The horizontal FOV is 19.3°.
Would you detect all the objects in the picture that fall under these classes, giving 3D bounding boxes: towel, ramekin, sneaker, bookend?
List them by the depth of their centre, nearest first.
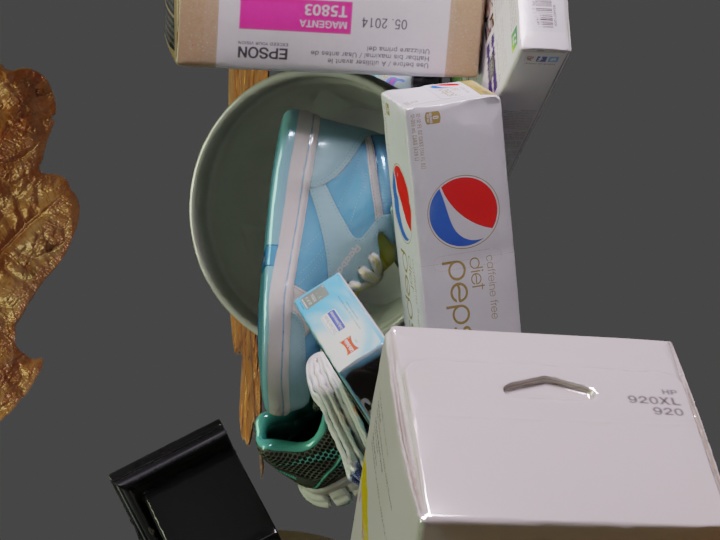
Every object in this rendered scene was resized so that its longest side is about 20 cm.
[{"bbox_3d":[0.029,0.154,1.341,0.200,0.024,0.147,58,-178,-30],"label":"towel"},{"bbox_3d":[0.000,0.000,1.385,0.080,0.130,0.201,-157,73,-84],"label":"sneaker"},{"bbox_3d":[0.009,0.087,1.425,0.200,0.091,0.078,-39,43,23],"label":"sneaker"},{"bbox_3d":[-0.012,-0.045,1.505,0.105,0.199,0.201,-12,-73,-69],"label":"ramekin"},{"bbox_3d":[-0.081,0.251,1.523,0.200,0.092,0.199,58,170,37],"label":"bookend"}]

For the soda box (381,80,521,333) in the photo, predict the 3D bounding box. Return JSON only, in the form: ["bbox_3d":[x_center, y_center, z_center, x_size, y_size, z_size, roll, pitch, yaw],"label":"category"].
[{"bbox_3d":[0.059,-0.014,1.329,0.068,0.063,0.201,-133,35,-72],"label":"soda box"}]

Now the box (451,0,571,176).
[{"bbox_3d":[0.093,-0.155,1.368,0.200,0.036,0.145,114,157,-64],"label":"box"}]

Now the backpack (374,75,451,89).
[{"bbox_3d":[0.007,-0.141,1.630,0.167,0.126,0.201,177,99,-85],"label":"backpack"}]

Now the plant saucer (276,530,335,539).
[{"bbox_3d":[0.008,0.284,1.559,0.201,0.048,0.200,65,174,-5],"label":"plant saucer"}]

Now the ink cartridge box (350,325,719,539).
[{"bbox_3d":[0.076,0.149,1.014,0.145,0.146,0.201,-101,15,-55],"label":"ink cartridge box"}]

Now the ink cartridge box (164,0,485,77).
[{"bbox_3d":[-0.028,-0.175,1.398,0.165,0.199,0.076,-117,30,-76],"label":"ink cartridge box"}]

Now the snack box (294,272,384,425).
[{"bbox_3d":[0.035,0.105,1.277,0.200,0.037,0.116,58,178,-24],"label":"snack box"}]
